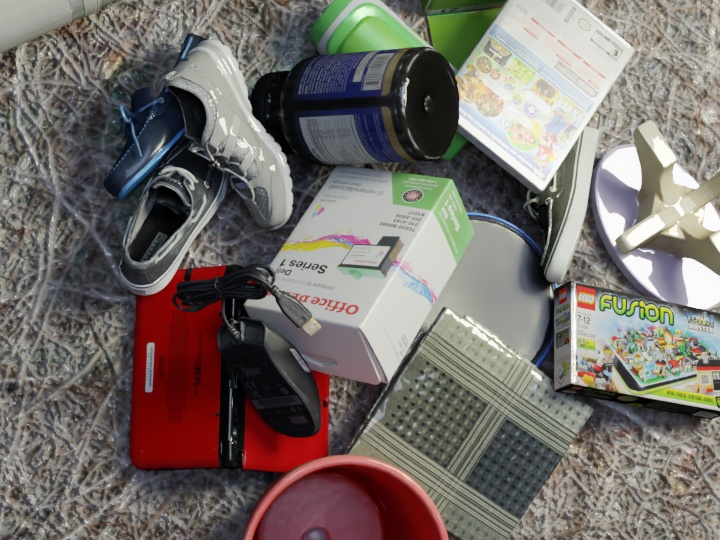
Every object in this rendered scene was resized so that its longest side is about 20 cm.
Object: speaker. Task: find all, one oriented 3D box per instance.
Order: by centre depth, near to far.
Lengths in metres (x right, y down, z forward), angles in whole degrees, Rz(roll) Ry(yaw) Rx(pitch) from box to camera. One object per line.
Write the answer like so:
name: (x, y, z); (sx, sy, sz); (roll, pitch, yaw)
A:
speaker: (0.043, -0.207, 1.623); (0.200, 0.088, 0.089); (42, 74, 1)

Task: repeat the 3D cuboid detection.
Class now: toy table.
toy table: (0.333, -0.058, 1.621); (0.184, 0.117, 0.200); (-43, 86, -16)

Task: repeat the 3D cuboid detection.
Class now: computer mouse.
computer mouse: (-0.074, 0.069, 1.451); (0.201, 0.140, 0.046); (54, 46, -20)

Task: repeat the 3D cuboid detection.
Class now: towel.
towel: (0.106, 0.161, 1.552); (0.199, 0.035, 0.193); (36, 87, -12)

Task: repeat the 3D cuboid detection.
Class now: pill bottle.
pill bottle: (-0.010, -0.163, 1.547); (0.199, 0.112, 0.113); (1, 72, 35)

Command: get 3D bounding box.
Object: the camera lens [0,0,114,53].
camera lens: (-0.345, -0.314, 1.546); (0.199, 0.160, 0.161); (-26, 82, -14)

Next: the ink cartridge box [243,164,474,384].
ink cartridge box: (0.000, 0.000, 1.512); (0.144, 0.084, 0.201); (9, 52, 33)

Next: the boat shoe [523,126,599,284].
boat shoe: (0.204, -0.073, 1.618); (0.063, 0.071, 0.201); (13, 54, 3)

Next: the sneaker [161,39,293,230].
sneaker: (-0.138, -0.125, 1.547); (0.082, 0.074, 0.201); (-35, 104, -34)

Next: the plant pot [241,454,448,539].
plant pot: (-0.028, 0.264, 1.444); (0.198, 0.177, 0.203); (0, 91, -10)

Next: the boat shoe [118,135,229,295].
boat shoe: (-0.187, -0.073, 1.548); (0.071, 0.068, 0.201); (23, 61, 8)

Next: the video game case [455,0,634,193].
video game case: (0.182, -0.199, 1.603); (0.143, 0.018, 0.201); (38, 70, -7)

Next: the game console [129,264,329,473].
game console: (-0.131, 0.105, 1.559); (0.171, 0.119, 0.202); (-5, 75, 22)

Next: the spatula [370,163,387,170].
spatula: (0.014, -0.121, 1.632); (0.056, 0.021, 0.201); (-25, 82, -15)

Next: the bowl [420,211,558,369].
bowl: (0.114, 0.035, 1.600); (0.199, 0.039, 0.203); (2, 79, -11)

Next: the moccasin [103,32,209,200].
moccasin: (-0.210, -0.159, 1.582); (0.068, 0.080, 0.201); (39, 61, -9)

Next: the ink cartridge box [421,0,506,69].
ink cartridge box: (0.145, -0.297, 1.665); (0.146, 0.076, 0.202); (-8, 78, -11)

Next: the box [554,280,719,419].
box: (0.291, 0.084, 1.590); (0.198, 0.035, 0.111); (11, 69, -24)
